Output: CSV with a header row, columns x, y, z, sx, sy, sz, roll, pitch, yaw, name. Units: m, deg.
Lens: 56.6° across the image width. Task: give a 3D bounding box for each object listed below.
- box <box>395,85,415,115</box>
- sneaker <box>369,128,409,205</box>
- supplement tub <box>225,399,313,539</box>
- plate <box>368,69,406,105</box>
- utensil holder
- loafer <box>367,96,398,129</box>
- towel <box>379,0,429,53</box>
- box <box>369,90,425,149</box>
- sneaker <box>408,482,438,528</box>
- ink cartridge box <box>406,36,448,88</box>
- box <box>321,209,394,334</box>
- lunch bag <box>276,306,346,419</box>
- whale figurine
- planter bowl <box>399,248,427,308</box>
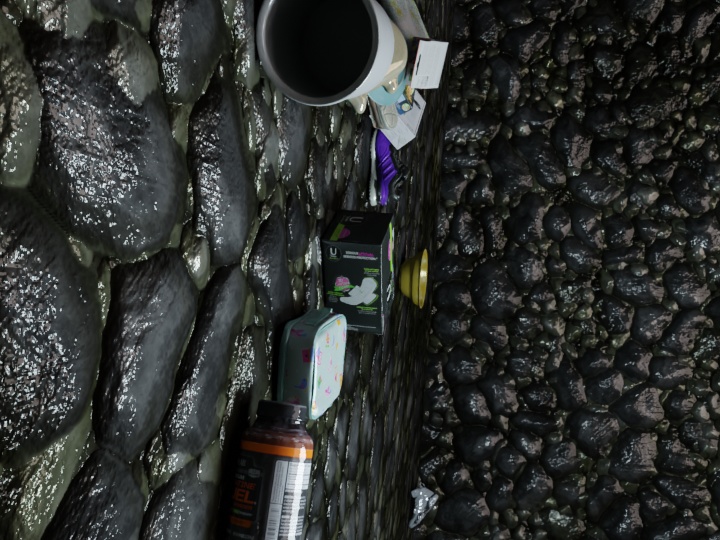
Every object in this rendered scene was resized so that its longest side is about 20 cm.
x,y,z,sx,sy,sz,roll,pitch,yaw,name
0.087,-0.491,1.623,0.137,0.037,0.203,51,32,-33,box
0.076,-0.262,1.665,0.069,0.097,0.206,14,78,-78,sneaker
-0.122,0.285,0.920,0.107,0.104,0.205,54,41,-72,supplement tub
0.053,-0.466,1.464,0.198,0.025,0.206,-2,92,-51,plate
-0.038,-0.329,0.954,0.200,0.165,0.174,-56,148,-70,utensil holder
0.027,-0.413,1.505,0.072,0.062,0.204,-39,121,-39,loafer
0.115,-0.607,1.667,0.174,0.047,0.199,66,26,0,towel
0.097,-0.408,1.685,0.117,0.060,0.202,45,36,-21,box
0.271,1.116,3.180,0.201,0.114,0.075,-49,159,-7,sneaker
0.144,-0.489,1.575,0.199,0.049,0.111,-30,136,-60,ink cartridge box
0.000,0.000,1.356,0.149,0.121,0.204,-66,159,-58,box
-0.081,0.150,1.136,0.200,0.075,0.165,-27,120,-76,lunch bag
0.009,-0.410,1.340,0.158,0.103,0.203,37,71,-30,whale figurine
0.179,0.025,2.311,0.200,0.081,0.206,5,90,-77,planter bowl
